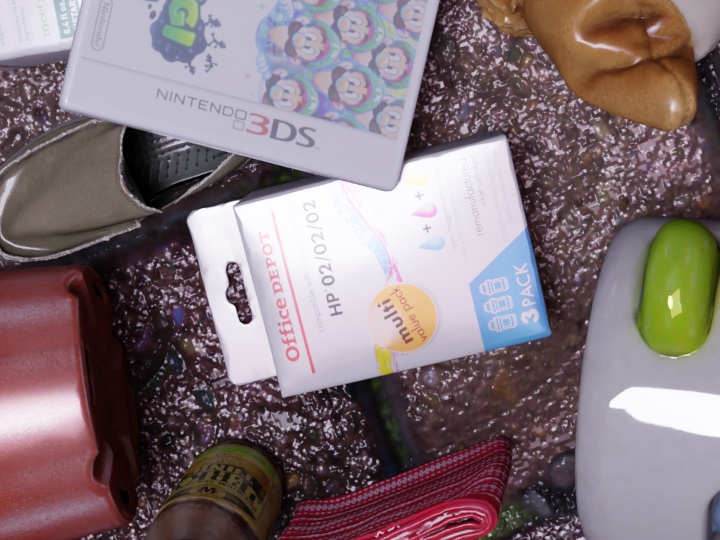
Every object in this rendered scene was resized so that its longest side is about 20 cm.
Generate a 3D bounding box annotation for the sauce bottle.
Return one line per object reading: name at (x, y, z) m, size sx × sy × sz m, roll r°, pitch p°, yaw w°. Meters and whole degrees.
sauce bottle at (-0.083, 0.148, 0.736) m, size 0.064 × 0.200 × 0.066 m, roll 0°, pitch 99°, yaw 3°

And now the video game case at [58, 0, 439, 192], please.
video game case at (-0.044, -0.159, 0.690) m, size 0.180 × 0.024 × 0.202 m, roll 13°, pitch 91°, yaw -16°

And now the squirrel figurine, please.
squirrel figurine at (0.121, -0.201, 0.664) m, size 0.141 × 0.199 × 0.188 m, roll -35°, pitch 132°, yaw -28°

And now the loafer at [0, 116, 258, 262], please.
loafer at (-0.139, -0.061, 0.771) m, size 0.198 × 0.070 × 0.076 m, roll -26°, pitch 97°, yaw 9°

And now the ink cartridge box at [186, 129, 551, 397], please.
ink cartridge box at (0.000, 0.000, 0.769) m, size 0.198 × 0.068 × 0.116 m, roll -14°, pitch 98°, yaw 7°

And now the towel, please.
towel at (0.012, 0.132, 0.725) m, size 0.143 × 0.200 × 0.023 m, roll -21°, pitch 90°, yaw 9°

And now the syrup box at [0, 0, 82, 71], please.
syrup box at (-0.232, -0.146, 0.736) m, size 0.198 × 0.081 × 0.080 m, roll -9°, pitch 97°, yaw 6°

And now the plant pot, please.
plant pot at (-0.233, 0.087, 0.753) m, size 0.193 × 0.201 × 0.203 m, roll -10°, pitch 99°, yaw -2°

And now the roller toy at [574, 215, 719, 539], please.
roller toy at (0.195, 0.067, 0.697) m, size 0.138 × 0.200 × 0.185 m, roll 6°, pitch 94°, yaw 19°
